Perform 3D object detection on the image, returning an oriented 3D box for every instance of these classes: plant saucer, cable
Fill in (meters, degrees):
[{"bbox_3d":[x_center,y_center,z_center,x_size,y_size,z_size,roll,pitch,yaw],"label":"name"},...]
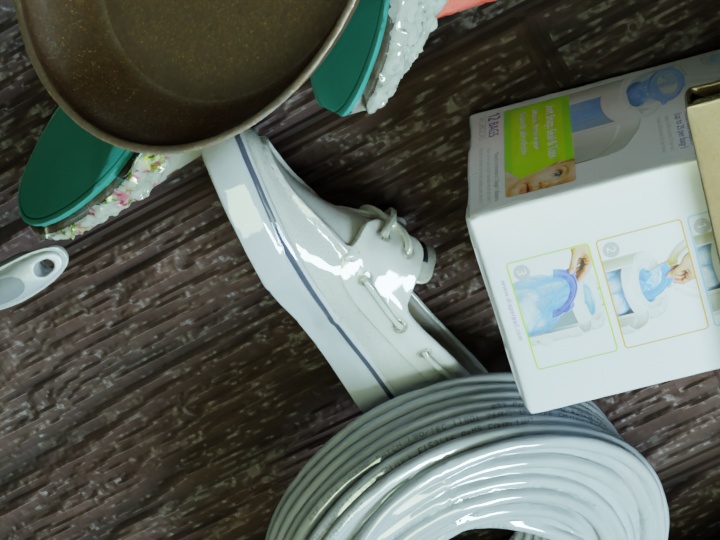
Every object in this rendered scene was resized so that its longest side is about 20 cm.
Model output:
[{"bbox_3d":[-0.062,-0.145,0.882,0.199,0.037,0.203,-5,81,35],"label":"plant saucer"},{"bbox_3d":[0.051,0.139,1.039,0.199,0.069,0.201,-28,132,2],"label":"cable"}]

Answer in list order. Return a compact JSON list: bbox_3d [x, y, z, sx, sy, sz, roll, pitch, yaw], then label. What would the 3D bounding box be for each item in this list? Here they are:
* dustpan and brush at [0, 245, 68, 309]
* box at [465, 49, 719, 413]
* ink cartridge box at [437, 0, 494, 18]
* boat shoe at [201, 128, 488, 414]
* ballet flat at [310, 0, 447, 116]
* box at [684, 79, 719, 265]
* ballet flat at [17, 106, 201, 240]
[{"bbox_3d":[-0.217,0.027,1.037,0.199,0.057,0.140,-29,111,18],"label":"dustpan and brush"},{"bbox_3d":[0.155,-0.028,0.948,0.198,0.113,0.102,-14,115,11],"label":"box"},{"bbox_3d":[0.088,-0.193,0.906,0.198,0.047,0.161,-15,115,10],"label":"ink cartridge box"},{"bbox_3d":[0.000,0.000,0.999,0.069,0.071,0.201,-29,119,10],"label":"boat shoe"},{"bbox_3d":[0.022,-0.154,0.904,0.071,0.072,0.201,8,124,1],"label":"ballet flat"},{"bbox_3d":[0.230,-0.002,0.883,0.162,0.021,0.201,-13,116,8],"label":"box"},{"bbox_3d":[-0.083,-0.085,0.968,0.064,0.076,0.200,12,129,-38],"label":"ballet flat"}]
